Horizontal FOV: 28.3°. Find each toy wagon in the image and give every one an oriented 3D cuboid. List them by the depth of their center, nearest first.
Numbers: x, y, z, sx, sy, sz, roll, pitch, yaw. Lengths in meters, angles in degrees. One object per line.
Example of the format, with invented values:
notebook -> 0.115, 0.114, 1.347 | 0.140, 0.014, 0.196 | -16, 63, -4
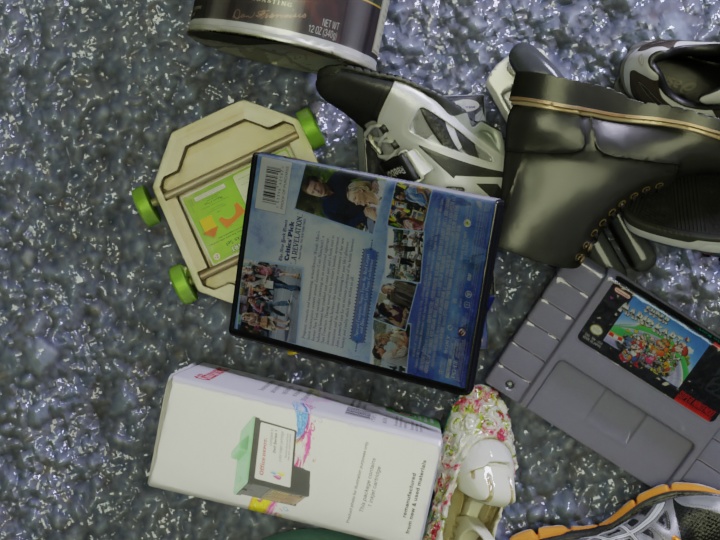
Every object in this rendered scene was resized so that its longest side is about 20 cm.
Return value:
toy wagon -> -0.079, -0.029, 1.119 | 0.155, 0.040, 0.200 | -25, 90, 2

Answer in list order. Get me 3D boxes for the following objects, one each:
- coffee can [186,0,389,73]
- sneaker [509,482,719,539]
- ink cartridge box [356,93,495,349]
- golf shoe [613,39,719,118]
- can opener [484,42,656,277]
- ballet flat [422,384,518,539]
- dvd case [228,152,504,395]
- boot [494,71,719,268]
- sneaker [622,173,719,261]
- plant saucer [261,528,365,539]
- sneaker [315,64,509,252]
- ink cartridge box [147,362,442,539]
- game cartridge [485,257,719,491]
coffee can -> -0.038, -0.257, 1.064 | 0.146, 0.146, 0.200 | 12, 91, 2
sneaker -> 0.201, 0.224, 1.076 | 0.200, 0.077, 0.078 | -21, 111, 8
ink cartridge box -> 0.052, -0.035, 1.107 | 0.099, 0.039, 0.200 | -4, 91, -8
golf shoe -> 0.294, -0.126, 1.076 | 0.200, 0.094, 0.078 | 11, 89, 1
can opener -> 0.162, -0.081, 1.094 | 0.053, 0.067, 0.200 | -29, 89, 2
ballet flat -> 0.088, 0.189, 1.091 | 0.076, 0.064, 0.200 | 13, 89, -29
dvd case -> 0.000, 0.000, 1.043 | 0.200, 0.018, 0.143 | 13, 101, 23
boot -> 0.192, -0.054, 1.028 | 0.200, 0.077, 0.138 | 13, 95, -1
sneaker -> 0.299, -0.009, 1.072 | 0.200, 0.121, 0.084 | 7, 49, 21
plant saucer -> -0.038, 0.305, 1.118 | 0.200, 0.036, 0.200 | 0, 89, 3
sneaker -> 0.048, -0.080, 1.050 | 0.200, 0.074, 0.089 | 27, 84, -7
ink cartridge box -> -0.045, 0.134, 1.063 | 0.200, 0.145, 0.084 | 13, 90, 2
game cartridge -> 0.212, 0.086, 1.093 | 0.200, 0.038, 0.130 | 32, 112, 2
